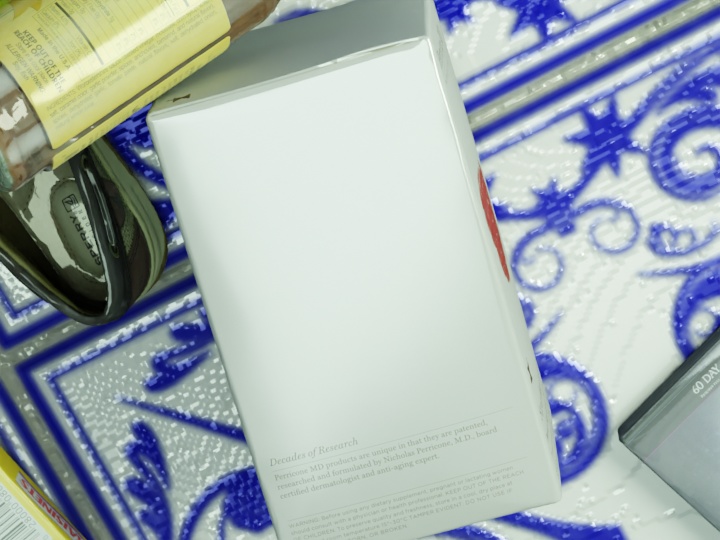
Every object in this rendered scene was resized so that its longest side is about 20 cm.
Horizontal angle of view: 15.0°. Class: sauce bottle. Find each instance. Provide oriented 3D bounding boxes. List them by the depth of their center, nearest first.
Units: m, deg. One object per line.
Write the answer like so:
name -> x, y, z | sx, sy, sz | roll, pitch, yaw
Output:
sauce bottle -> -0.076, -0.108, 1.074 | 0.200, 0.065, 0.065 | -35, 104, -21

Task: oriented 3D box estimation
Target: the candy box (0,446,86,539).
candy box -> -0.151, 0.164, 1.228 | 0.102, 0.026, 0.200 | -38, 102, 14

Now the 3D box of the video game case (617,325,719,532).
video game case -> 0.233, 0.088, 1.202 | 0.200, 0.019, 0.143 | 42, 103, -11

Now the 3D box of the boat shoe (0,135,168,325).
boat shoe -> -0.153, -0.063, 1.142 | 0.073, 0.065, 0.200 | -39, 101, 13

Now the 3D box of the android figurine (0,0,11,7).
android figurine -> -0.149, -0.162, 1.098 | 0.182, 0.041, 0.200 | -39, 101, -18

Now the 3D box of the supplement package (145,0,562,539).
supplement package -> 0.000, 0.000, 1.128 | 0.119, 0.121, 0.201 | -15, 106, 6
